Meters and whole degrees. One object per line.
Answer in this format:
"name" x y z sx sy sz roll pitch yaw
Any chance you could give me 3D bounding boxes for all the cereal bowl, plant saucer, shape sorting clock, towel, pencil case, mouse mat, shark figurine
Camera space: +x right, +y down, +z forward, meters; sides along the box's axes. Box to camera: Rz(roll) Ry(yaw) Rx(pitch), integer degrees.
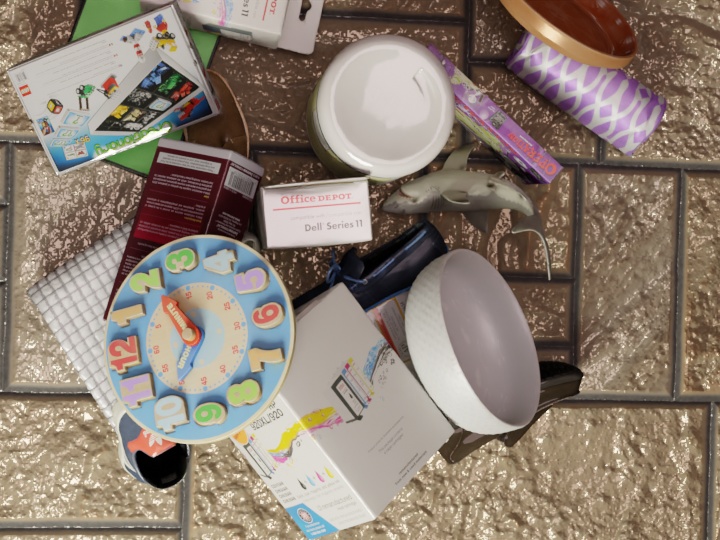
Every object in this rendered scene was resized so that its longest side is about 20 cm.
"cereal bowl" 0.110 0.084 1.329 0.083 0.200 0.202 -24 95 29
"plant saucer" 0.223 -0.294 1.380 0.199 0.201 0.032 33 124 -7
"shape sorting clock" -0.157 0.064 1.178 0.198 0.039 0.203 -4 78 19
"towel" -0.248 0.059 1.355 0.165 0.085 0.201 -34 99 -14
"pencil case" 0.264 -0.219 1.428 0.199 0.084 0.086 35 48 -9
"mouse mat" -0.259 -0.218 1.391 0.159 0.008 0.202 20 86 -8
"shark figurine" 0.146 -0.067 1.402 0.128 0.213 0.090 -46 138 -33

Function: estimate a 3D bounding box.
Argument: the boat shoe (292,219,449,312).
"boat shoe" 0.000 0.000 1.386 0.198 0.084 0.069 -28 119 -4

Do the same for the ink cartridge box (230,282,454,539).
"ink cartridge box" -0.038 0.147 1.278 0.144 0.147 0.201 -41 95 -36

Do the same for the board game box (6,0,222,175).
"board game box" -0.265 -0.196 1.332 0.198 0.035 0.127 -19 110 9

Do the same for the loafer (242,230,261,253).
"loafer" -0.159 0.051 1.302 0.069 0.070 0.202 22 84 -16

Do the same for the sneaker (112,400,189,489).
"sneaker" -0.212 0.202 1.302 0.074 0.201 0.085 -29 63 -12

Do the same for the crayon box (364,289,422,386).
"crayon box" 0.009 0.109 1.407 0.198 0.052 0.127 -26 94 -8

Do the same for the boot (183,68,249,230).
"boot" -0.156 -0.128 1.372 0.073 0.075 0.203 -10 91 -6

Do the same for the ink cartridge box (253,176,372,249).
"ink cartridge box" -0.053 -0.059 1.322 0.116 0.200 0.068 -5 91 -7

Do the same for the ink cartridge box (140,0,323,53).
"ink cartridge box" -0.135 -0.322 1.366 0.198 0.067 0.119 12 84 -8

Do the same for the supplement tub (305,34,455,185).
"supplement tub" 0.016 -0.168 1.331 0.143 0.200 0.147 0 91 -8

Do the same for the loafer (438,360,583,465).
"loafer" 0.169 0.165 1.427 0.198 0.073 0.072 -21 103 -2

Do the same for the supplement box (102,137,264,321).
"supplement box" -0.183 -0.028 1.271 0.108 0.061 0.202 14 83 36

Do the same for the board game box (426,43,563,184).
"board game box" 0.136 -0.173 1.389 0.200 0.120 0.032 42 85 -5
